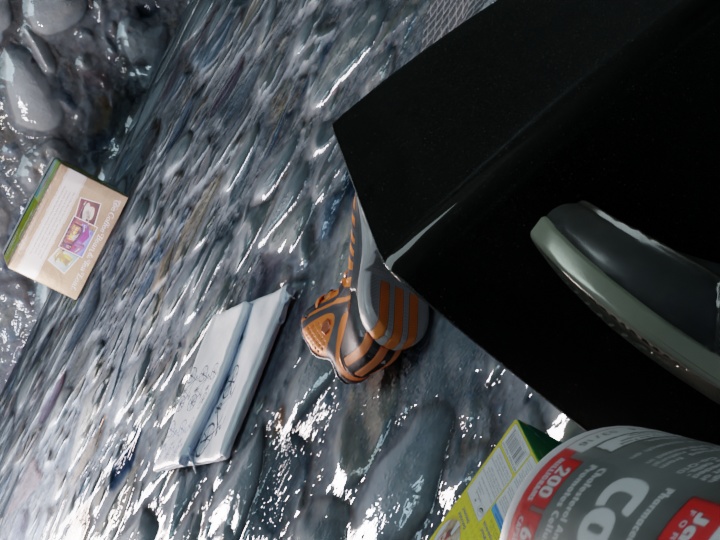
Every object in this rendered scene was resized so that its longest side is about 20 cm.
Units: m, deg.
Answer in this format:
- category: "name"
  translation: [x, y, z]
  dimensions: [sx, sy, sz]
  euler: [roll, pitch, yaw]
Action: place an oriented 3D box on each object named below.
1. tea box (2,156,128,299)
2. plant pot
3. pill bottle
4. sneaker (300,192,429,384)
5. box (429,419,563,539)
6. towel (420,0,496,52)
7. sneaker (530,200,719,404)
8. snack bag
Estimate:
- category: "tea box"
  translation: [-0.514, -0.077, 2.495]
  dimensions: [0.200, 0.134, 0.197]
  euler: [-63, 19, -1]
- category: "plant pot"
  translation: [0.126, -0.044, 0.694]
  dimensions: [0.177, 0.199, 0.200]
  euler: [-47, 22, 14]
- category: "pill bottle"
  translation: [0.141, 0.124, 0.523]
  dimensions: [0.114, 0.114, 0.200]
  euler: [-65, 19, -8]
- category: "sneaker"
  translation: [0.000, 0.000, 1.121]
  dimensions: [0.112, 0.078, 0.200]
  euler: [-43, 27, 43]
- category: "box"
  translation: [0.058, 0.191, 0.761]
  dimensions: [0.200, 0.048, 0.117]
  euler: [-55, 20, 16]
- category: "towel"
  translation: [0.109, -0.196, 1.088]
  dimensions: [0.200, 0.086, 0.166]
  euler: [-47, 24, 40]
- category: "sneaker"
  translation: [0.170, 0.006, 0.554]
  dimensions: [0.106, 0.200, 0.075]
  euler: [-56, -21, -1]
- category: "snack bag"
  translation: [-0.139, 0.111, 1.426]
  dimensions: [0.200, 0.021, 0.189]
  euler: [-20, 45, 63]
